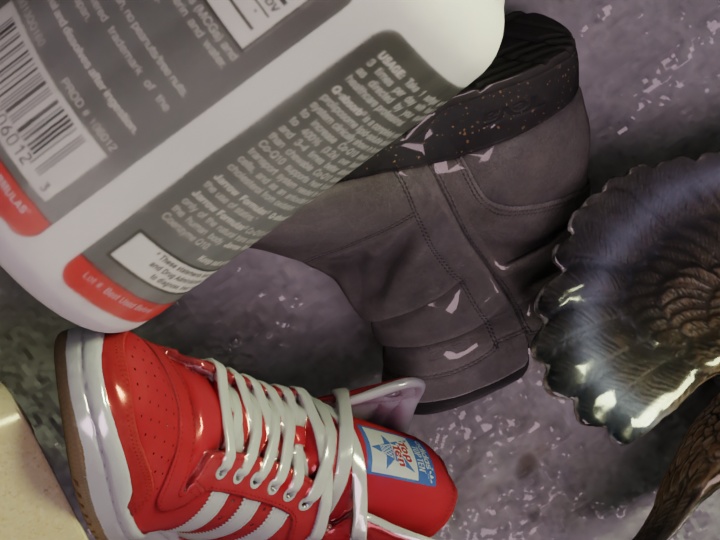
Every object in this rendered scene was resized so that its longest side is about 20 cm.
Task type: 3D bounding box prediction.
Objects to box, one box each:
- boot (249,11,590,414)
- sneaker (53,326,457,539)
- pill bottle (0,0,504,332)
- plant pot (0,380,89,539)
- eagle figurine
[{"bbox_3d":[0.000,0.000,0.803,0.199,0.070,0.132,-16,122,-2],"label":"boot"},{"bbox_3d":[-0.030,0.062,0.757,0.112,0.072,0.200,-9,158,7],"label":"sneaker"},{"bbox_3d":[-0.029,-0.081,0.670,0.199,0.116,0.116,-35,116,13],"label":"pill bottle"},{"bbox_3d":[-0.179,0.117,0.740,0.176,0.200,0.201,-30,116,-15],"label":"plant pot"},{"bbox_3d":[0.165,0.025,0.821,0.199,0.151,0.153,-13,88,10],"label":"eagle figurine"}]
